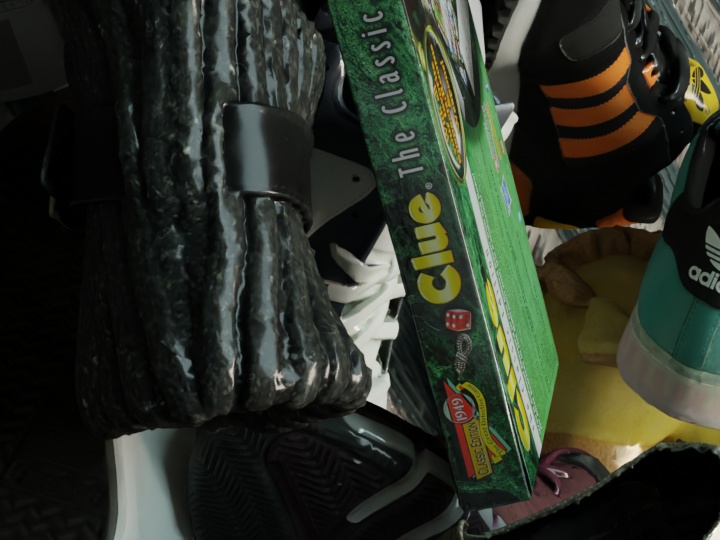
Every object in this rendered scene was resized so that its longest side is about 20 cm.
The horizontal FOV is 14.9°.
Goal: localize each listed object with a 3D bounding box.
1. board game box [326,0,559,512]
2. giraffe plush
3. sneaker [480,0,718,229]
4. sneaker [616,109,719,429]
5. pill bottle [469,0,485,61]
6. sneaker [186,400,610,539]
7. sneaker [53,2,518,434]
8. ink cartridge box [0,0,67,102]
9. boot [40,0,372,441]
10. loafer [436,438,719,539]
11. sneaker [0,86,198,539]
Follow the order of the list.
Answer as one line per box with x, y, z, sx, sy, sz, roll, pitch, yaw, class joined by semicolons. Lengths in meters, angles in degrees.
0.017;-0.048;0.727;0.105;0.023;0.201;-68;145;-73;board game box
0.117;0.056;0.988;0.161;0.172;0.201;19;65;-27;giraffe plush
0.085;-0.078;0.957;0.200;0.089;0.070;102;-5;-60;sneaker
0.143;-0.024;0.932;0.071;0.080;0.200;23;31;7;sneaker
-0.010;-0.158;0.918;0.112;0.112;0.201;18;62;-54;pill bottle
0.024;0.075;0.800;0.200;0.076;0.116;43;23;-28;sneaker
0.000;0.000;0.829;0.079;0.129;0.200;-16;86;-59;sneaker
-0.121;-0.164;0.738;0.161;0.050;0.201;83;-2;-74;ink cartridge box
-0.037;-0.036;0.708;0.211;0.079;0.159;-8;85;-80;boot
0.019;0.096;0.685;0.075;0.199;0.070;44;-28;40;loafer
-0.079;0.036;0.761;0.085;0.072;0.201;77;14;-47;sneaker
